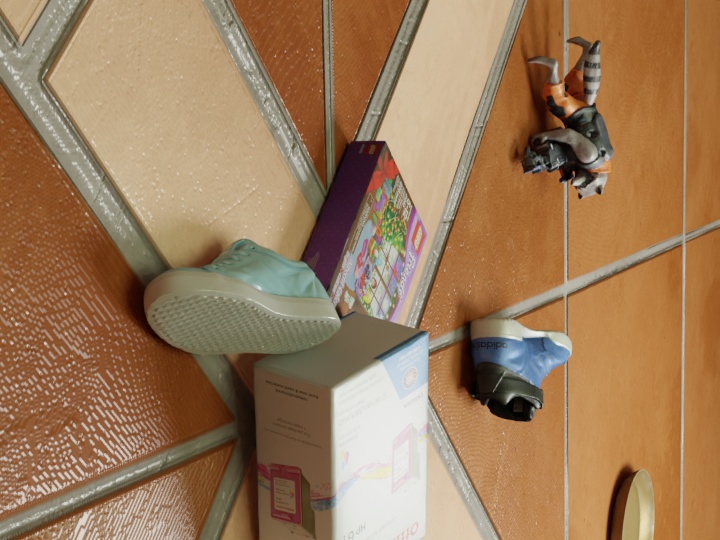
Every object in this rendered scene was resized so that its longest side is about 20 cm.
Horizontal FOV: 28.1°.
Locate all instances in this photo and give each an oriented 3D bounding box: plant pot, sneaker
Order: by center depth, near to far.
[{"bbox_3d":[-0.099,0.014,1.092,0.200,0.074,0.082,16,41,-56],"label":"sneaker"},{"bbox_3d":[0.187,0.122,1.668,0.200,0.077,0.112,19,69,-59],"label":"sneaker"},{"bbox_3d":[0.425,0.411,2.259,0.200,0.027,0.201,3,90,-66],"label":"plant pot"}]

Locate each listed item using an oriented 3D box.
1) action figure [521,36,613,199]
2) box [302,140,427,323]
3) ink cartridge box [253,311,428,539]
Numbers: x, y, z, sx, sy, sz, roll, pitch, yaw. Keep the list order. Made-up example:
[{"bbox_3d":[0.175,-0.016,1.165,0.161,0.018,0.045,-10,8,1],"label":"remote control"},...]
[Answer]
[{"bbox_3d":[0.265,-0.179,1.788,0.200,0.104,0.194,-41,119,-60],"label":"action figure"},{"bbox_3d":[0.000,0.000,1.309,0.137,0.039,0.200,63,38,-46],"label":"box"},{"bbox_3d":[-0.013,0.155,1.198,0.144,0.085,0.200,-26,124,-50],"label":"ink cartridge box"}]
